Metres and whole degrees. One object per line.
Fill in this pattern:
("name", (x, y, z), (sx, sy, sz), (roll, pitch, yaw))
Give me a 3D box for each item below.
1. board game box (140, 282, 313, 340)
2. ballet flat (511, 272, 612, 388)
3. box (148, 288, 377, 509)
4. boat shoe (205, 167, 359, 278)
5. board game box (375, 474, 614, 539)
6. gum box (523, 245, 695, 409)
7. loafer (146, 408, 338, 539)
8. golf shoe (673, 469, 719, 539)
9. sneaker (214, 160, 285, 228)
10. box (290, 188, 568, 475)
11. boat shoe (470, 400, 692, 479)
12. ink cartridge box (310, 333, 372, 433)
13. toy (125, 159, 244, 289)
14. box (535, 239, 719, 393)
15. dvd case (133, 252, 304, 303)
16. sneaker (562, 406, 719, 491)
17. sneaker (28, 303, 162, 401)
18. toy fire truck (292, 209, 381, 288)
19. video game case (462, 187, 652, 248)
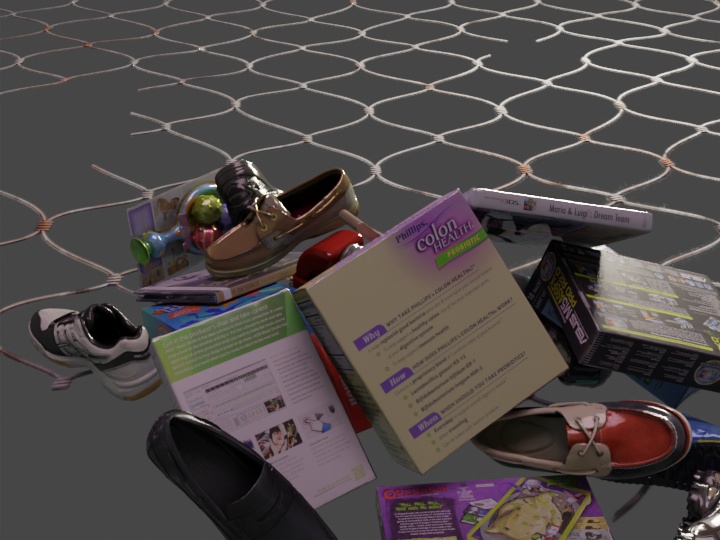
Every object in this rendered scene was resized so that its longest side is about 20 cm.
("board game box", (-0.144, 0.056, 0.976), (0.152, 0.045, 0.200), (-17, 13, -26))
("ballet flat", (0.204, 0.067, 1.010), (0.073, 0.073, 0.200), (-13, 36, -21))
("box", (-0.090, 0.132, 0.810), (0.144, 0.036, 0.201), (-20, 79, -27))
("boat shoe", (-0.097, -0.061, 1.029), (0.199, 0.067, 0.074), (-30, 46, -17))
("board game box", (0.118, 0.234, 0.773), (0.199, 0.032, 0.120), (-2, 35, -5))
("gum box", (0.305, 0.052, 0.984), (0.200, 0.045, 0.170), (38, 33, 27))
("loafer", (-0.093, 0.190, 0.725), (0.200, 0.070, 0.068), (41, 63, -2))
("golf shoe", (0.300, 0.242, 0.717), (0.094, 0.078, 0.200), (18, 36, 25))
("sneaker", (-0.114, -0.055, 1.153), (0.076, 0.199, 0.115), (-24, 66, 12))
("box", (0.063, 0.058, 0.840), (0.176, 0.200, 0.097), (-33, 4, -13))
("boat shoe", (0.197, 0.153, 0.807), (0.199, 0.072, 0.062), (-7, -15, 38))
("ink cartridge box", (-0.060, 0.126, 0.872), (0.199, 0.050, 0.109), (-17, 73, -25))
("toy", (-0.207, -0.058, 1.154), (0.047, 0.116, 0.200), (21, 37, 39))
("box", (0.294, 0.047, 0.899), (0.199, 0.044, 0.161), (12, 33, -15))
("dvd case", (-0.151, 0.006, 1.071), (0.148, 0.016, 0.200), (0, 14, 39))
("sneaker", (0.278, 0.168, 0.861), (0.199, 0.066, 0.078), (9, 14, 17))
("sneaker", (-0.297, 0.066, 0.980), (0.199, 0.088, 0.076), (19, 37, 29))
("toy fire truck", (0.000, 0.000, 0.985), (0.176, 0.201, 0.129), (22, 37, 31))
("video game case", (0.178, -0.050, 0.924), (0.181, 0.024, 0.200), (8, -5, -7))
